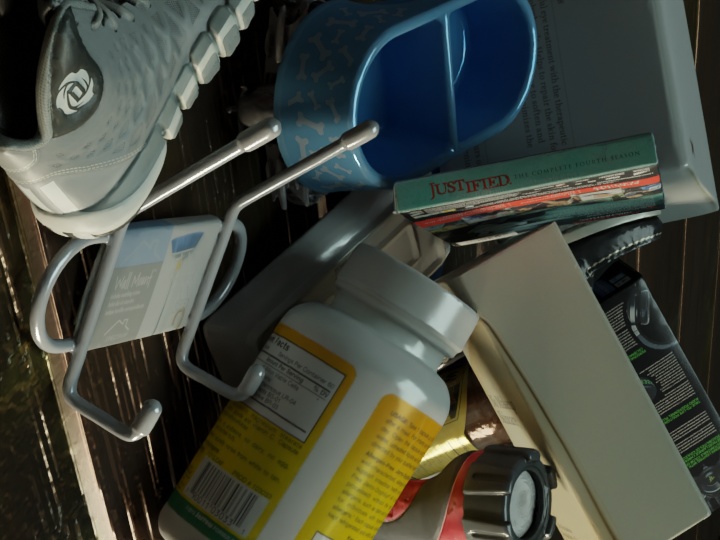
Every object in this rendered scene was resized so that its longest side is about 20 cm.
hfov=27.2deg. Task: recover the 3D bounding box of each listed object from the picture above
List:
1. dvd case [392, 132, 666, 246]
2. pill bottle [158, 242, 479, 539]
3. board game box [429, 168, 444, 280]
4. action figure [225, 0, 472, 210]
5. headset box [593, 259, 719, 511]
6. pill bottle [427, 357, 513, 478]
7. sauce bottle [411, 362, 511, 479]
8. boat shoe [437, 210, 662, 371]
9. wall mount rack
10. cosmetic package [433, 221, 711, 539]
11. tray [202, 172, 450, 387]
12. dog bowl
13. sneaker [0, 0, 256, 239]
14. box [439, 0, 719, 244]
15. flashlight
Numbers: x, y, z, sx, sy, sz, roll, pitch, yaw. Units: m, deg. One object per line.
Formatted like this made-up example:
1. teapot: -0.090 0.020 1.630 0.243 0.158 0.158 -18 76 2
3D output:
1. dvd case: 0.108 -0.044 0.892 0.200 0.146 0.022 22 59 -75
2. pill bottle: -0.019 0.089 0.853 0.200 0.113 0.113 -58 156 -5
3. board game box: 0.000 0.000 1.025 0.200 0.039 0.158 -55 150 -31
4. action figure: -0.015 -0.106 0.898 0.200 0.069 0.130 -21 127 -51
5. headset box: 0.195 0.091 1.136 0.200 0.093 0.174 58 -1 -15
6. pill bottle: 0.114 0.117 1.262 0.200 0.112 0.113 -45 140 -55
7. sauce bottle: 0.071 0.100 1.037 0.065 0.200 0.065 47 29 -35
8. boat shoe: 0.123 0.012 1.032 0.074 0.200 0.060 131 -63 -80
9. wall mount rack: -0.074 -0.008 0.754 0.200 0.074 0.174 -13 127 -67
10. cosmetic package: 0.126 0.077 0.923 0.200 0.073 0.104 60 -9 0
11. tray: -0.010 0.013 0.931 0.200 0.022 0.108 -43 137 -27
12. dog bowl: 0.034 -0.112 0.864 0.200 0.049 0.112 -31 125 -42
13. sneaker: -0.107 -0.122 0.652 0.116 0.075 0.200 51 54 -60
14. box: 0.153 -0.135 1.080 0.200 0.171 0.200 19 62 -69
15. flashlight: 0.020 0.136 0.914 0.068 0.200 0.068 45 56 -46
